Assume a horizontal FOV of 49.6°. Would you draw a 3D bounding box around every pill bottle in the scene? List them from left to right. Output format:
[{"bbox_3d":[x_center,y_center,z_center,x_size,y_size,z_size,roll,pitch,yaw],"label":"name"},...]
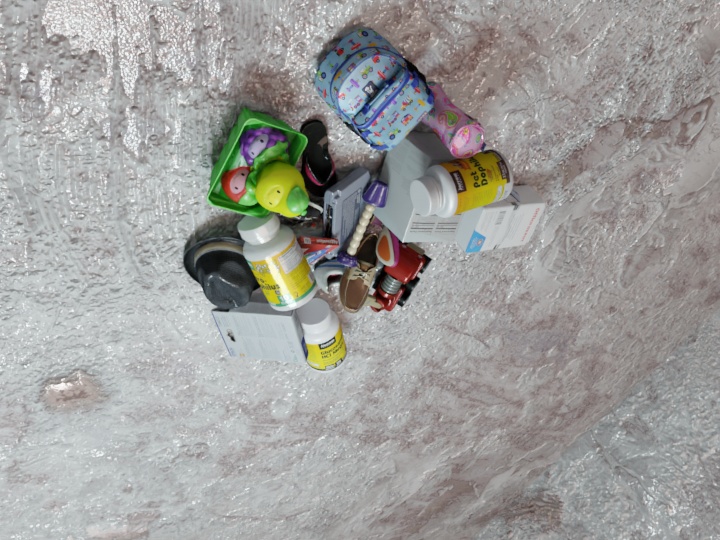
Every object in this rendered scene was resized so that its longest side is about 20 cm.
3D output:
[{"bbox_3d":[-0.175,-0.024,1.618,0.113,0.113,0.200,-28,120,-7],"label":"pill bottle"},{"bbox_3d":[-0.102,0.163,1.974,0.112,0.113,0.200,-25,141,-10],"label":"pill bottle"},{"bbox_3d":[0.204,-0.174,1.590,0.200,0.109,0.109,-19,140,-23],"label":"pill bottle"}]

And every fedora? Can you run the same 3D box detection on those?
[{"bbox_3d":[-0.286,0.018,1.672,0.200,0.092,0.201,-4,143,-3],"label":"fedora"}]

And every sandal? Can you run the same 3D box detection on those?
[{"bbox_3d":[-0.088,-0.222,1.635,0.075,0.045,0.200,-23,140,-12],"label":"sandal"}]

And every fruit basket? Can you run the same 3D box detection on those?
[{"bbox_3d":[-0.185,-0.181,1.480,0.155,0.216,0.216,14,123,-33],"label":"fruit basket"}]

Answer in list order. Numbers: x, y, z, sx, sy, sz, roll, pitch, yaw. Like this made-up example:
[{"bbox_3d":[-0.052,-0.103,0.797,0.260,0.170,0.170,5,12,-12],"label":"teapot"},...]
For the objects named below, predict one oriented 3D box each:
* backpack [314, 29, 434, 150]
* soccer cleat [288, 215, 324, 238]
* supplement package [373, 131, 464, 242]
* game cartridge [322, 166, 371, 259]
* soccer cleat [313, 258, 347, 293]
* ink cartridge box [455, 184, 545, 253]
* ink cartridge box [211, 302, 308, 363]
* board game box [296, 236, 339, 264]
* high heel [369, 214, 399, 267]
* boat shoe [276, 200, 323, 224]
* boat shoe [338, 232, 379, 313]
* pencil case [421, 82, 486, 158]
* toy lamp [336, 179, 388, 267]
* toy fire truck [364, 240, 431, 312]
[{"bbox_3d":[0.021,-0.353,1.506,0.183,0.135,0.200,-43,138,10],"label":"backpack"},{"bbox_3d":[-0.159,-0.070,1.732,0.200,0.069,0.078,-17,142,-24],"label":"soccer cleat"},{"bbox_3d":[0.142,-0.185,1.725,0.150,0.152,0.200,-2,123,-34],"label":"supplement package"},{"bbox_3d":[-0.029,-0.131,1.739,0.133,0.041,0.200,-36,148,-33],"label":"game cartridge"},{"bbox_3d":[-0.016,-0.009,1.874,0.200,0.086,0.070,-28,141,-7],"label":"soccer cleat"},{"bbox_3d":[0.352,-0.133,1.998,0.200,0.086,0.147,-9,136,-29],"label":"ink cartridge box"},{"bbox_3d":[-0.239,0.148,1.883,0.200,0.043,0.197,5,141,12],"label":"ink cartridge box"},{"bbox_3d":[-0.147,-0.027,1.744,0.103,0.019,0.200,3,157,-40],"label":"board game box"},{"bbox_3d":[0.082,-0.073,1.775,0.096,0.200,0.067,15,130,-27],"label":"high heel"},{"bbox_3d":[-0.130,-0.127,1.632,0.200,0.074,0.060,24,89,-81],"label":"boat shoe"},{"bbox_3d":[0.000,0.000,1.801,0.076,0.200,0.072,16,161,-6],"label":"boat shoe"},{"bbox_3d":[0.178,-0.310,1.601,0.087,0.200,0.088,-17,134,-18],"label":"pencil case"},{"bbox_3d":[0.008,-0.106,1.731,0.058,0.058,0.200,7,117,-39],"label":"toy lamp"},{"bbox_3d":[0.060,0.026,1.898,0.176,0.129,0.200,-61,171,31],"label":"toy fire truck"}]
